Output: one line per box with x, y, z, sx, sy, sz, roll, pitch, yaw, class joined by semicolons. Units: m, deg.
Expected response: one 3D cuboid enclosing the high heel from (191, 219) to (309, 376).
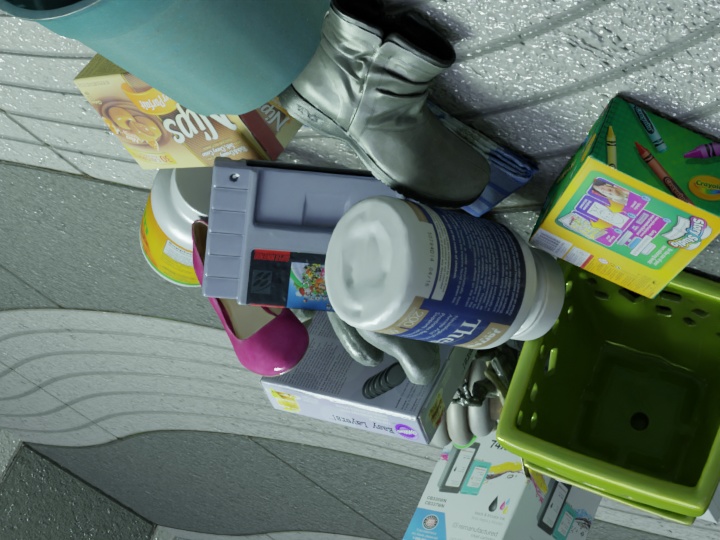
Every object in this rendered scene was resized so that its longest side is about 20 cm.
-0.106;0.022;1.500;0.096;0.067;0.200;59;180;-29;high heel

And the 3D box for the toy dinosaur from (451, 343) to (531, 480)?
0.130;0.107;1.660;0.088;0.201;0.047;22;136;-35;toy dinosaur

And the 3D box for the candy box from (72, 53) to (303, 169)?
-0.157;-0.151;1.490;0.199;0.055;0.116;1;137;47;candy box

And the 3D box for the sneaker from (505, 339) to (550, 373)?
0.213;0.081;1.665;0.104;0.060;0.200;18;164;23;sneaker

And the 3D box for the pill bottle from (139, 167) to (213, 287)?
-0.157;-0.061;1.658;0.111;0.111;0.200;26;160;-5;pill bottle

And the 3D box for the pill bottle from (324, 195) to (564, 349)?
0.077;0.007;1.397;0.199;0.112;0.111;11;173;-41;pill bottle

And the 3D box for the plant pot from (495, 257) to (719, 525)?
0.251;0.115;1.515;0.198;0.201;0.182;18;165;16;plant pot

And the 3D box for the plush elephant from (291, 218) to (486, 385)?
0.000;0.000;1.572;0.199;0.165;0.155;17;-177;-14;plush elephant

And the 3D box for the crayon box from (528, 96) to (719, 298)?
0.218;-0.053;1.322;0.118;0.058;0.200;25;160;0;crayon box

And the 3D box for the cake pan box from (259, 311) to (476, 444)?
0.023;0.063;1.634;0.183;0.200;0.052;10;145;28;cake pan box

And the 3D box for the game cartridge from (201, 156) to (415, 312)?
-0.034;-0.027;1.449;0.199;0.130;0.038;4;-162;-7;game cartridge

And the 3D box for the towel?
0.043;-0.110;1.435;0.199;0.024;0.147;28;160;-10;towel

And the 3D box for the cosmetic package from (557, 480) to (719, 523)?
0.299;0.196;1.808;0.199;0.085;0.108;12;155;35;cosmetic package

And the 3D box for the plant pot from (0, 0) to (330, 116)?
-0.132;-0.215;1.159;0.200;0.201;0.196;10;163;35;plant pot

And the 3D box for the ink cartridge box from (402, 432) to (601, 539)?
0.179;0.275;1.973;0.146;0.201;0.146;3;149;45;ink cartridge box

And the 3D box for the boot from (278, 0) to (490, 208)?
0.039;-0.132;1.300;0.199;0.068;0.131;30;142;-14;boot

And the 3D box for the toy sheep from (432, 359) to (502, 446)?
0.089;0.132;1.831;0.199;0.139;0.138;0;154;12;toy sheep
